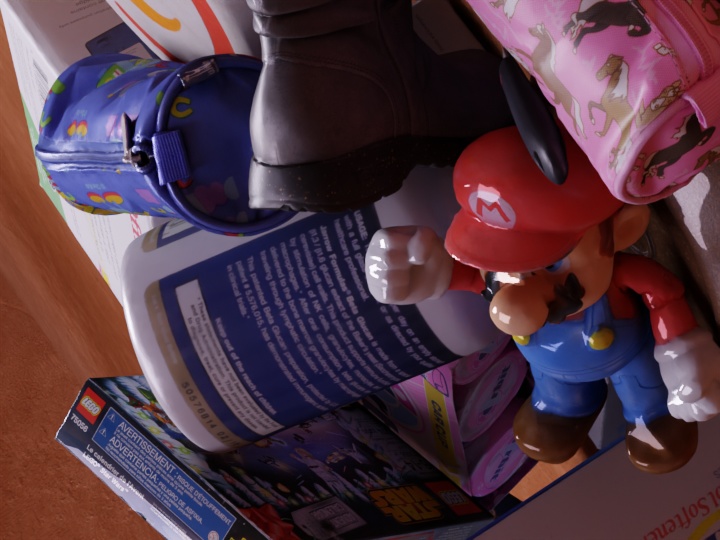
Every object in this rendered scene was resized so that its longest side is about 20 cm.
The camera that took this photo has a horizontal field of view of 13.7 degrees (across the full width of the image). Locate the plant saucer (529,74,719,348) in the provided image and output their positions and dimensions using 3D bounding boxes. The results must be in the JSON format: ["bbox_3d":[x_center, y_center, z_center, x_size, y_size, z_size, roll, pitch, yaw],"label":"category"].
[{"bbox_3d":[0.126,-0.030,1.283,0.201,0.037,0.201,55,167,18],"label":"plant saucer"}]

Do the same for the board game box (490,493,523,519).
[{"bbox_3d":[0.108,0.172,1.691,0.200,0.035,0.135,33,170,-4],"label":"board game box"}]

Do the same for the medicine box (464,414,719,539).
[{"bbox_3d":[0.121,0.168,1.453,0.103,0.182,0.200,54,168,19],"label":"medicine box"}]

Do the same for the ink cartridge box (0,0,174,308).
[{"bbox_3d":[-0.106,-0.055,1.574,0.200,0.087,0.146,-126,21,-44],"label":"ink cartridge box"}]

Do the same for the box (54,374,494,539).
[{"bbox_3d":[-0.038,0.102,1.467,0.137,0.040,0.200,39,-160,25],"label":"box"}]

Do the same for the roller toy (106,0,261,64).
[{"bbox_3d":[-0.055,-0.180,1.392,0.200,0.140,0.183,35,161,41],"label":"roller toy"}]

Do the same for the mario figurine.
[{"bbox_3d":[0.079,0.024,1.247,0.200,0.123,0.106,65,-179,-48],"label":"mario figurine"}]

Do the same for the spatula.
[{"bbox_3d":[0.065,-0.090,1.221,0.200,0.020,0.057,-97,-13,-56],"label":"spatula"}]

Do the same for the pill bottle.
[{"bbox_3d":[0.000,0.000,1.376,0.111,0.199,0.111,57,-160,-33],"label":"pill bottle"}]

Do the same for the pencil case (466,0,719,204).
[{"bbox_3d":[0.077,-0.118,1.149,0.200,0.083,0.086,54,-161,21],"label":"pencil case"}]

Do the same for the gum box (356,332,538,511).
[{"bbox_3d":[0.032,0.035,1.521,0.113,0.066,0.200,39,163,23],"label":"gum box"}]

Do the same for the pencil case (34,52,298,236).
[{"bbox_3d":[-0.087,-0.058,1.345,0.200,0.086,0.078,-169,75,-68],"label":"pencil case"}]

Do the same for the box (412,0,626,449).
[{"bbox_3d":[0.080,-0.024,1.490,0.200,0.041,0.156,55,168,20],"label":"box"}]

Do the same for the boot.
[{"bbox_3d":[0.013,-0.107,1.251,0.200,0.069,0.132,-30,-61,-61],"label":"boot"}]
